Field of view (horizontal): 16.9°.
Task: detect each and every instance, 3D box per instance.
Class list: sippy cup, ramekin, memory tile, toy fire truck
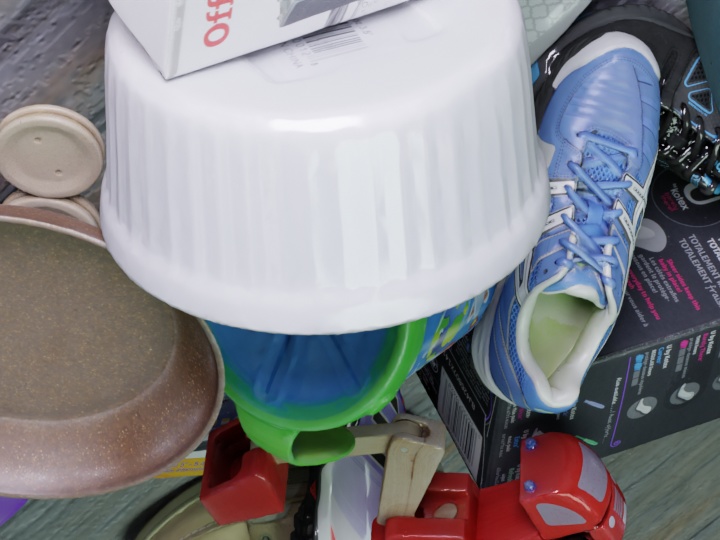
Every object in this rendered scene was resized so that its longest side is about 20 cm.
[{"bbox_3d":[0.000,0.000,1.202,0.178,0.140,0.130,-38,169,32],"label":"sippy cup"},{"bbox_3d":[-0.018,-0.070,1.041,0.199,0.201,0.098,-16,127,-18],"label":"ramekin"},{"bbox_3d":[-0.194,-0.009,1.126,0.152,0.017,0.201,5,137,-2],"label":"memory tile"},{"bbox_3d":[0.029,0.118,1.310,0.199,0.049,0.141,-17,132,22],"label":"toy fire truck"}]

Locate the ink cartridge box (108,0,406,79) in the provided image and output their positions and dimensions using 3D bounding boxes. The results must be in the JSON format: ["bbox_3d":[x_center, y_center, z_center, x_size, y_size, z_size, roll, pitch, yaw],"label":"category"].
[{"bbox_3d":[-0.006,-0.177,0.971,0.199,0.085,0.146,-19,147,-22],"label":"ink cartridge box"}]

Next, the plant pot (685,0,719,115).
[{"bbox_3d":[0.244,-0.118,1.198,0.140,0.201,0.142,-22,145,-11],"label":"plant pot"}]

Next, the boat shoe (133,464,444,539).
[{"bbox_3d":[-0.041,0.152,1.461,0.199,0.065,0.072,-20,145,-12],"label":"boat shoe"}]

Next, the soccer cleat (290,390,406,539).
[{"bbox_3d":[0.005,0.116,1.397,0.073,0.068,0.202,3,109,-16],"label":"soccer cleat"}]

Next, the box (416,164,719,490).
[{"bbox_3d":[0.138,0.026,1.377,0.198,0.123,0.106,-16,144,-16],"label":"box"}]

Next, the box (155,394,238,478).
[{"bbox_3d":[-0.065,0.037,1.320,0.118,0.042,0.201,-2,139,-34],"label":"box"}]

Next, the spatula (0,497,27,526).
[{"bbox_3d":[-0.174,0.113,1.307,0.056,0.021,0.199,21,147,-39],"label":"spatula"}]

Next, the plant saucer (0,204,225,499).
[{"bbox_3d":[-0.160,0.032,1.126,0.198,0.037,0.201,3,138,2],"label":"plant saucer"}]

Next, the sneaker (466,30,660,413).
[{"bbox_3d":[0.115,-0.020,1.227,0.075,0.077,0.202,9,103,-17],"label":"sneaker"}]

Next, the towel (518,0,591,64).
[{"bbox_3d":[0.054,-0.162,1.158,0.190,0.032,0.200,18,123,-47],"label":"towel"}]

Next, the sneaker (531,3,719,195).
[{"bbox_3d":[0.171,-0.087,1.292,0.199,0.082,0.073,4,137,-37],"label":"sneaker"}]
